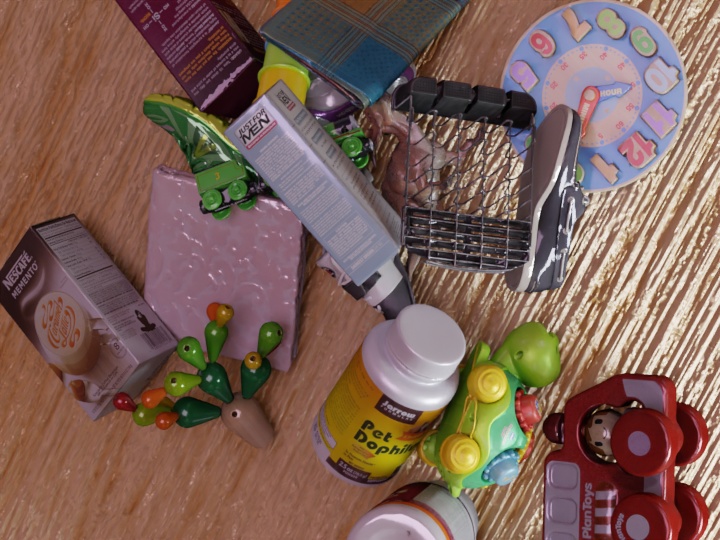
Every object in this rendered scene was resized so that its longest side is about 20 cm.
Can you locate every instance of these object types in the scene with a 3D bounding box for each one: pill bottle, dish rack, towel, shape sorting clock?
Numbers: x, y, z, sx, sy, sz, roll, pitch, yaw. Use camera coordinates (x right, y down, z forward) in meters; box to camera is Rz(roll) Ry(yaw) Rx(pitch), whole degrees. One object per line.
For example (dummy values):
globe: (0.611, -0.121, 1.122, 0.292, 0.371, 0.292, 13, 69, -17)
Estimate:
pill bottle: (0.032, 0.128, 1.438, 0.109, 0.109, 0.201, 41, 131, 11)
dish rack: (0.106, -0.095, 1.394, 0.151, 0.055, 0.203, 6, 74, -12)
towel: (0.008, -0.269, 1.462, 0.146, 0.022, 0.200, 35, 62, 13)
towel: (-0.151, -0.002, 1.539, 0.188, 0.032, 0.203, 13, 112, 14)
shape sorting clock: (0.241, -0.182, 1.447, 0.197, 0.039, 0.204, 0, 91, 15)
pill bottle: (0.059, 0.278, 1.425, 0.108, 0.200, 0.111, 0, 92, 15)

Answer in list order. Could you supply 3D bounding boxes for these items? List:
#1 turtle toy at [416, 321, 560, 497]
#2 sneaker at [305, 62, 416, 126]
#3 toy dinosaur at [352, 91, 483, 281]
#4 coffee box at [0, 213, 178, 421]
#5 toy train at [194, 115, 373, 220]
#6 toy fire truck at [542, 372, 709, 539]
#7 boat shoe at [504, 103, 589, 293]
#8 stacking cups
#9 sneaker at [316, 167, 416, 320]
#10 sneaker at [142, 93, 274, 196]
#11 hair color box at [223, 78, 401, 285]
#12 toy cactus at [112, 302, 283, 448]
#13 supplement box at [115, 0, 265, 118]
turtle toy: (0.140, 0.143, 1.441, 0.100, 0.146, 0.202, 24, 83, -9)
sneaker: (-0.033, -0.209, 1.520, 0.198, 0.075, 0.101, -22, 63, 17)
toy dinosaur: (0.050, -0.099, 1.486, 0.134, 0.086, 0.203, 17, 113, 26)
coffee box: (-0.315, 0.052, 1.573, 0.200, 0.079, 0.115, 49, 122, 10)
toy train: (-0.082, -0.111, 1.462, 0.197, 0.042, 0.057, -20, 65, 7)
toy fire truck: (0.260, 0.207, 1.423, 0.166, 0.112, 0.204, 0, 90, 34)
boat shoe: (0.202, -0.072, 1.438, 0.062, 0.073, 0.203, 7, 109, -18)
stacking cups: (-0.070, -0.251, 1.484, 0.060, 0.061, 0.203, 2, 62, 15)
sneaker: (0.000, 0.000, 1.484, 0.087, 0.074, 0.203, -21, 89, -13)
sneaker: (-0.170, -0.131, 1.547, 0.199, 0.074, 0.084, 35, 96, 12)
hair color box: (-0.042, -0.089, 1.381, 0.060, 0.099, 0.200, -39, 98, 15)
toy cactus: (-0.156, 0.130, 1.527, 0.199, 0.102, 0.166, -37, 121, 2)
supplement box: (-0.186, -0.273, 1.529, 0.085, 0.110, 0.201, -40, 81, 13)
